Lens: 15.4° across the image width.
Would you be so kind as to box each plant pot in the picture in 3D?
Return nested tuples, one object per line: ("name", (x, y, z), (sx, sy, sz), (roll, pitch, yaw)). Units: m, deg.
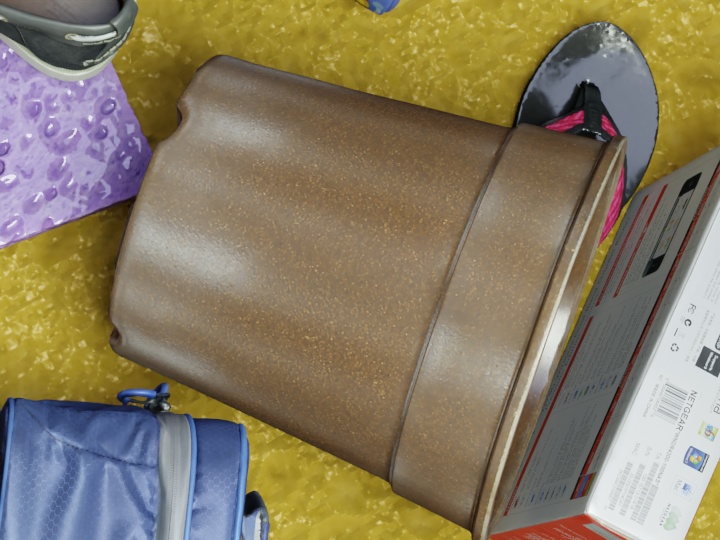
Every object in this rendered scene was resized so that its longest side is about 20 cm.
("plant pot", (0.000, 0.000, 1.235), (0.197, 0.200, 0.201), (20, 77, 8))

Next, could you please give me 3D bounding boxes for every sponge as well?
("sponge", (-0.186, -0.111, 1.295), (0.111, 0.030, 0.201), (-23, 87, -16))

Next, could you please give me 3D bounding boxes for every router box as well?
("router box", (0.141, 0.043, 1.268), (0.049, 0.179, 0.201), (27, 77, -7))

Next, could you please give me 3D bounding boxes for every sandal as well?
("sandal", (0.099, -0.034, 1.338), (0.075, 0.045, 0.201), (27, 77, -6))

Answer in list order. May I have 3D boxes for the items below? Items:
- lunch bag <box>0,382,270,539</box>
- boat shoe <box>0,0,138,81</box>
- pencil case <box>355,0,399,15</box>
("lunch bag", (-0.112, 0.148, 1.217), (0.132, 0.136, 0.201), (9, 78, -12))
("boat shoe", (-0.193, -0.164, 1.249), (0.200, 0.068, 0.072), (32, 77, -9))
("pencil case", (-0.058, -0.196, 1.310), (0.199, 0.078, 0.087), (18, 102, -10))
